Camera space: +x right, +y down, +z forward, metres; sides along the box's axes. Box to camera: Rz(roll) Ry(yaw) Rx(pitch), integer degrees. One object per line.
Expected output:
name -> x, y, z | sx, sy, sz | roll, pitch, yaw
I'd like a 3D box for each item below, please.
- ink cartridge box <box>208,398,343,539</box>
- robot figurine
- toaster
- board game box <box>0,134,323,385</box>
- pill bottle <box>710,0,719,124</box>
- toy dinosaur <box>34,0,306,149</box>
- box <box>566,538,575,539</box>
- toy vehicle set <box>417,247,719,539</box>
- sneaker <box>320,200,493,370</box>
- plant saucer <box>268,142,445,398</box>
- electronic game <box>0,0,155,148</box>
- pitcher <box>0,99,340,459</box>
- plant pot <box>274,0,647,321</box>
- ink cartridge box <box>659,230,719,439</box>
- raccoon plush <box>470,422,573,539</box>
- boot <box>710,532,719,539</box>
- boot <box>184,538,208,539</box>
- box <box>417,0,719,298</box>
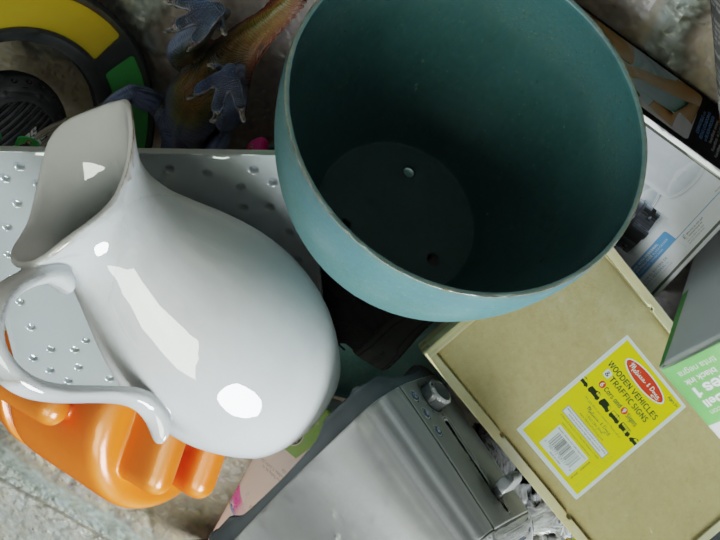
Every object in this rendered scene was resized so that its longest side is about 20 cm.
ink cartridge box -> -0.039, 0.192, 1.429 | 0.067, 0.117, 0.201 | 24, 98, -43
robot figurine -> -0.168, 0.085, 1.466 | 0.199, 0.144, 0.117 | 26, 138, 41
toaster -> 0.004, 0.161, 1.275 | 0.200, 0.113, 0.129 | -46, 75, 20
board game box -> -0.120, -0.001, 1.314 | 0.198, 0.026, 0.201 | 1, 133, 7
pill bottle -> 0.240, -0.151, 1.148 | 0.115, 0.117, 0.201 | 3, 125, 20
toy dinosaur -> -0.090, -0.089, 1.343 | 0.105, 0.199, 0.182 | 57, 168, 13
box -> 0.112, 0.268, 1.448 | 0.121, 0.200, 0.193 | -12, 119, 29
toy vehicle set -> 0.142, 0.080, 1.281 | 0.124, 0.027, 0.200 | -39, 101, 2
sneaker -> 0.001, -0.002, 1.340 | 0.104, 0.060, 0.200 | 34, 141, -4
plant saucer -> -0.007, -0.007, 1.407 | 0.199, 0.036, 0.201 | 11, 127, 15
electronic game -> -0.219, -0.084, 1.360 | 0.042, 0.199, 0.201 | 37, 147, 51
pitcher -> -0.112, 0.033, 1.211 | 0.121, 0.172, 0.200 | -6, 136, 48
plant pot -> 0.038, -0.053, 1.192 | 0.199, 0.201, 0.135 | 32, 151, -2
ink cartridge box -> 0.276, 0.072, 1.274 | 0.084, 0.146, 0.200 | -30, 108, 34
raccoon plush -> 0.086, 0.131, 1.375 | 0.097, 0.134, 0.200 | 44, 99, -5
boot -> 0.236, 0.178, 1.413 | 0.153, 0.074, 0.205 | -16, 107, 30
boot -> -0.063, 0.172, 1.548 | 0.198, 0.070, 0.132 | -2, 121, 11
box -> 0.122, -0.081, 1.283 | 0.199, 0.060, 0.117 | 36, 129, -5
